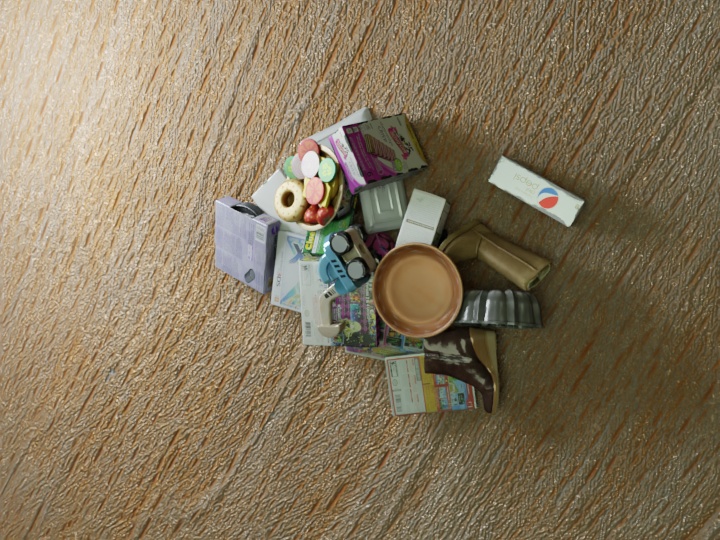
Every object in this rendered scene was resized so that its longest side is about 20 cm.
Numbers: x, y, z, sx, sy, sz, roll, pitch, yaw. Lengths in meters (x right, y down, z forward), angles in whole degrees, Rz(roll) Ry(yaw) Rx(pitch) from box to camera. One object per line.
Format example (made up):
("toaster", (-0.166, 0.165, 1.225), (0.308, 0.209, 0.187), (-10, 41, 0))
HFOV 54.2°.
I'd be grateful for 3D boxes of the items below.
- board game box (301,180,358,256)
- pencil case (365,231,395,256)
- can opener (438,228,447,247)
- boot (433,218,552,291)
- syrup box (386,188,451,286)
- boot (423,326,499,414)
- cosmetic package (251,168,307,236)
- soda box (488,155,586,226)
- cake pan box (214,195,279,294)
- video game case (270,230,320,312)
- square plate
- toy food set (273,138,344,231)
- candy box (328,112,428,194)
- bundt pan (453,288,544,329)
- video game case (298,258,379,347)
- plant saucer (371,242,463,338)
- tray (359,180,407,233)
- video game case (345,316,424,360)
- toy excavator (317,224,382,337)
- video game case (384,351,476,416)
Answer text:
("board game box", (-0.065, -0.125, 1.623), (0.103, 0.023, 0.202), (5, 68, 19))
("pencil case", (0.000, 0.000, 1.658), (0.200, 0.091, 0.094), (-40, 77, 24))
("can opener", (0.126, -0.021, 1.616), (0.079, 0.063, 0.200), (45, 110, 12))
("boot", (0.278, -0.018, 1.491), (0.199, 0.175, 0.067), (36, 150, 28))
("syrup box", (0.128, -0.067, 1.547), (0.081, 0.079, 0.202), (20, 93, 16))
("boot", (0.227, 0.226, 1.580), (0.164, 0.072, 0.203), (-4, 98, 12))
("cosmetic package", (-0.159, -0.136, 1.708), (0.107, 0.085, 0.201), (-37, 81, 23))
("soda box", (0.376, -0.168, 1.494), (0.199, 0.068, 0.064), (32, 106, 16))
("cake pan box", (-0.283, -0.067, 1.737), (0.183, 0.052, 0.202), (24, 123, 29))
("video game case", (-0.115, 0.014, 1.655), (0.198, 0.022, 0.185), (14, 105, 22))
("square plate", (-0.035, -0.256, 1.675), (0.198, 0.028, 0.200), (-23, 87, 22))
("toy food set", (-0.112, -0.191, 1.586), (0.199, 0.048, 0.200), (28, 108, 41))
("candy box", (0.042, -0.260, 1.550), (0.061, 0.199, 0.138), (-27, 86, 50))
("bundt pan", (0.291, 0.081, 1.497), (0.199, 0.202, 0.077), (0, 82, 22))
("video game case", (-0.048, 0.073, 1.601), (0.179, 0.036, 0.203), (0, 101, 14))
("plant saucer", (0.122, 0.040, 1.485), (0.197, 0.037, 0.203), (3, 98, 19))
("tray", (0.049, -0.192, 1.619), (0.106, 0.022, 0.203), (-10, 88, -6))
("video game case", (0.068, 0.127, 1.636), (0.197, 0.024, 0.184), (10, 114, 9))
("toy excavator", (-0.046, 0.025, 1.533), (0.199, 0.100, 0.196), (-31, 91, 29))
("video game case", (0.162, 0.258, 1.629), (0.197, 0.017, 0.145), (-7, 96, 10))
